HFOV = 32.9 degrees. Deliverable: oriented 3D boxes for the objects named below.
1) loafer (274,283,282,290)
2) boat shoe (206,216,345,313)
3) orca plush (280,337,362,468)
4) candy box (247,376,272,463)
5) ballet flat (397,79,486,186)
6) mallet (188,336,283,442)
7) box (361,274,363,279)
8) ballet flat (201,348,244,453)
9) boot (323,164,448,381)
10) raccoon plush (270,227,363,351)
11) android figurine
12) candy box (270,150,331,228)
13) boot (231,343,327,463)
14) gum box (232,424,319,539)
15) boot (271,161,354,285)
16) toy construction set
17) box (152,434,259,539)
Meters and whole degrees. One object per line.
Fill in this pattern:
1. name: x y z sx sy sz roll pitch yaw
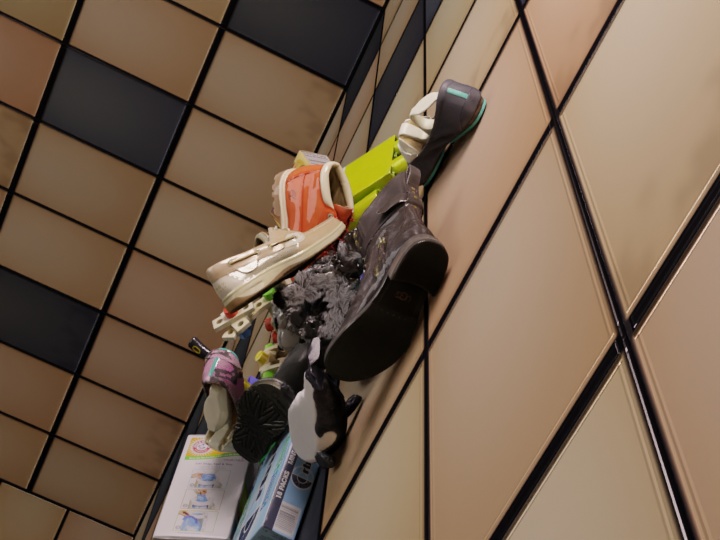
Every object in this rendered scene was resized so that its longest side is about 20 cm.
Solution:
1. loafer: -0.092 0.043 1.761 0.070 0.069 0.202 -94 -5 -50
2. boat shoe: -0.098 -0.023 1.456 0.199 0.065 0.072 -34 -4 -35
3. orca plush: -0.036 0.140 1.328 0.070 0.105 0.202 -26 -41 -22
4. candy box: -0.180 0.284 1.852 0.169 0.076 0.202 -101 34 -78
5. ballet flat: 0.084 -0.167 1.450 0.200 0.072 0.074 129 163 -63
6. mallet: -0.155 0.153 1.678 0.041 0.200 0.066 -38 -11 -51
7. box: 0.000 0.000 1.585 0.123 0.032 0.200 -66 16 2
8. ballet flat: -0.176 0.188 1.579 0.202 0.068 0.072 84 -153 -44
9. boot: 0.020 0.002 1.282 0.201 0.069 0.175 -53 25 16
10. raccoon plush: -0.031 0.022 1.496 0.199 0.097 0.134 -37 4 -5
11. android figurine: 0.004 -0.113 1.645 0.199 0.041 0.183 -34 22 20
12. candy box: -0.054 -0.070 1.779 0.118 0.056 0.201 -62 40 26
13. boot: -0.082 0.134 1.556 0.200 0.072 0.182 -46 -5 -38
14. gum box: -0.103 0.277 1.479 0.200 0.044 0.171 -55 13 52
15. boot: -0.051 -0.039 1.560 0.106 0.075 0.203 -13 84 40
16. toy construction set: -0.120 0.093 1.705 0.129 0.201 0.093 -18 49 17
17. box: -0.200 0.328 1.642 0.201 0.100 0.114 -78 -13 -56
